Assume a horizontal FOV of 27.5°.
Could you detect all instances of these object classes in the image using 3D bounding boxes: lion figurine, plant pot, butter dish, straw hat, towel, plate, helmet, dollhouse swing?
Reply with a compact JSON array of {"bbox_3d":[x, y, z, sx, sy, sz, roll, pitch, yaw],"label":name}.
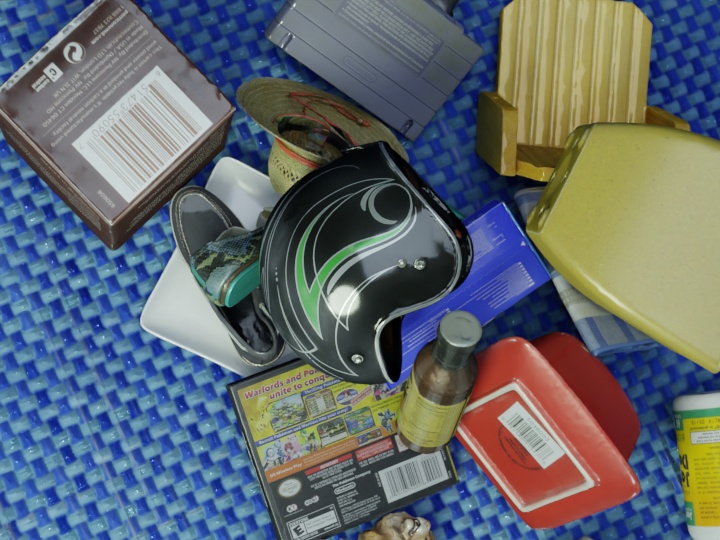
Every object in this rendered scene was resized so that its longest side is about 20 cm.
[{"bbox_3d":[0.015,0.332,1.461,0.122,0.072,0.200,24,62,-31],"label":"lion figurine"},{"bbox_3d":[0.271,-0.043,1.390,0.200,0.194,0.196,26,93,-2],"label":"plant pot"},{"bbox_3d":[0.202,0.140,1.503,0.148,0.199,0.200,-39,91,-35],"label":"butter dish"},{"bbox_3d":[-0.052,-0.114,1.495,0.201,0.201,0.085,23,113,-6],"label":"straw hat"},{"bbox_3d":[0.251,-0.006,1.527,0.147,0.024,0.200,-5,60,-36],"label":"towel"},{"bbox_3d":[-0.098,0.012,1.523,0.200,0.032,0.200,26,82,-6],"label":"plate"},{"bbox_3d":[0.000,0.000,1.359,0.191,0.200,0.200,-41,92,9],"label":"helmet"},{"bbox_3d":[0.237,-0.191,1.538,0.199,0.182,0.176,5,104,-9],"label":"dollhouse swing"}]

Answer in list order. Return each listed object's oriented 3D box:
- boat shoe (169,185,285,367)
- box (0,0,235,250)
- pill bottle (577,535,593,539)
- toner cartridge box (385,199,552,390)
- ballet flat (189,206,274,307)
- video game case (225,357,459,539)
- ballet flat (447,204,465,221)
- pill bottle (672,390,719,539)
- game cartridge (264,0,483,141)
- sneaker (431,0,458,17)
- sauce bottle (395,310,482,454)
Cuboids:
[{"bbox_3d":[-0.130,0.002,1.470,0.073,0.063,0.200,-25,88,-8],"label":"boat shoe"},{"bbox_3d":[-0.238,-0.141,1.430,0.164,0.200,0.166,45,79,-2],"label":"box"},{"bbox_3d":[0.177,0.362,1.491,0.200,0.112,0.112,-36,91,-12],"label":"pill bottle"},{"bbox_3d":[0.082,0.023,1.477,0.200,0.043,0.095,-34,100,-3],"label":"toner cartridge box"},{"bbox_3d":[-0.091,-0.030,1.451,0.200,0.074,0.074,-29,89,-48],"label":"ballet flat"},{"bbox_3d":[-0.016,0.167,1.502,0.200,0.025,0.181,-20,96,-17],"label":"video game case"},{"bbox_3d":[0.097,-0.031,1.537,0.200,0.074,0.074,33,80,-1],"label":"ballet flat"},{"bbox_3d":[0.394,0.225,1.541,0.112,0.113,0.201,-6,85,-10],"label":"pill bottle"},{"bbox_3d":[0.017,-0.238,1.518,0.200,0.038,0.130,33,98,-25],"label":"game cartridge"},{"bbox_3d":[0.031,-0.273,1.553,0.200,0.073,0.112,-42,91,-12],"label":"sneaker"},{"bbox_3d":[0.079,0.106,1.418,0.065,0.200,0.065,5,55,-7],"label":"sauce bottle"}]
